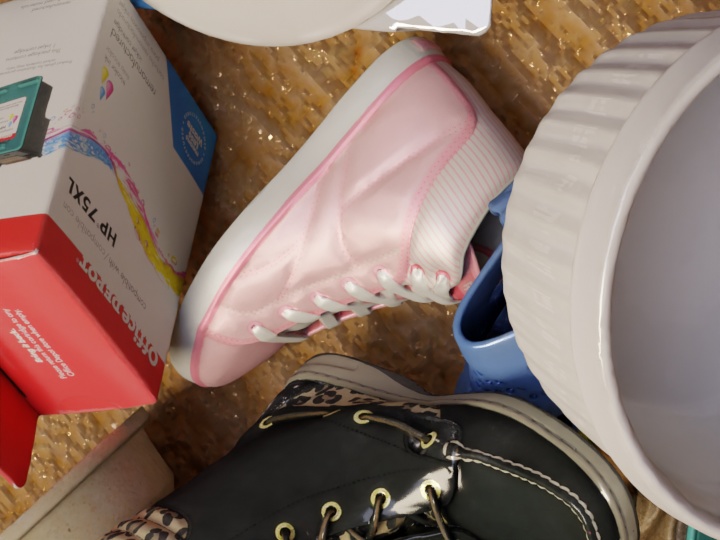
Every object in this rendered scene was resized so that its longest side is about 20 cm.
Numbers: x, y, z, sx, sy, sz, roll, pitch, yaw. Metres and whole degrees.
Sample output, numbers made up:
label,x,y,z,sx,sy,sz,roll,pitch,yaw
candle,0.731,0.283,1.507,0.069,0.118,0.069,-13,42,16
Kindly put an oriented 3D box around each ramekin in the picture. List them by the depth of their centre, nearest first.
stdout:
label,x,y,z,sx,sy,sz,roll,pitch,yaw
ramekin,0.148,-0.006,0.664,0.105,0.199,0.201,29,111,62

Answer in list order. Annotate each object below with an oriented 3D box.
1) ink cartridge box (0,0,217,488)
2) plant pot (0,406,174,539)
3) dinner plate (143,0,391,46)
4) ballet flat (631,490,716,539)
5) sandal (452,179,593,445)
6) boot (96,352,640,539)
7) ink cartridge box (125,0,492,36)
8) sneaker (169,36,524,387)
label,x,y,z,sx,sy,sz,roll,pitch,yaw
ink cartridge box,-0.132,-0.017,0.788,0.067,0.116,0.201,-8,52,21
plant pot,-0.117,0.200,0.831,0.200,0.200,0.184,-42,91,20
dinner plate,-0.057,-0.185,0.739,0.199,0.024,0.201,11,122,18
ballet flat,0.137,0.086,0.779,0.072,0.068,0.201,7,98,41
sandal,0.072,0.024,0.761,0.080,0.087,0.201,48,130,39
boot,-0.003,0.111,0.719,0.203,0.154,0.074,15,131,46
ink cartridge box,-0.021,-0.171,0.808,0.199,0.068,0.116,9,100,21
sneaker,0.000,0.000,0.812,0.105,0.075,0.200,44,105,18
